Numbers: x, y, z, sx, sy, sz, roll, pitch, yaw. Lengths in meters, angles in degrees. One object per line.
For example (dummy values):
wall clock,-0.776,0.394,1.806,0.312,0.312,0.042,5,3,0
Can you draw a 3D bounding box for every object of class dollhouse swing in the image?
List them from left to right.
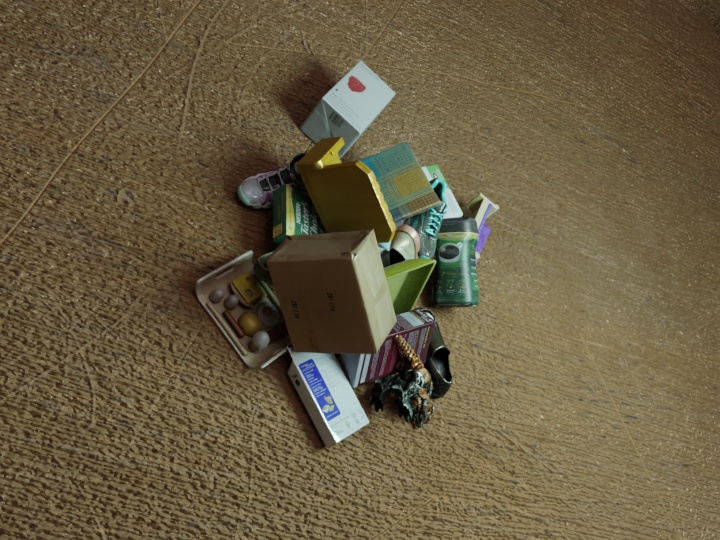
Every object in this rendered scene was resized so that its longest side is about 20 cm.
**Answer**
dollhouse swing,0.000,-0.161,1.408,0.201,0.174,0.182,65,35,-24

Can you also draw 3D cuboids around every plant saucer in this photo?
plant saucer,0.040,0.059,1.425,0.199,0.201,0.048,-18,54,-40

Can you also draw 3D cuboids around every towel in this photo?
towel,0.074,-0.190,1.554,0.145,0.022,0.201,-22,55,-4

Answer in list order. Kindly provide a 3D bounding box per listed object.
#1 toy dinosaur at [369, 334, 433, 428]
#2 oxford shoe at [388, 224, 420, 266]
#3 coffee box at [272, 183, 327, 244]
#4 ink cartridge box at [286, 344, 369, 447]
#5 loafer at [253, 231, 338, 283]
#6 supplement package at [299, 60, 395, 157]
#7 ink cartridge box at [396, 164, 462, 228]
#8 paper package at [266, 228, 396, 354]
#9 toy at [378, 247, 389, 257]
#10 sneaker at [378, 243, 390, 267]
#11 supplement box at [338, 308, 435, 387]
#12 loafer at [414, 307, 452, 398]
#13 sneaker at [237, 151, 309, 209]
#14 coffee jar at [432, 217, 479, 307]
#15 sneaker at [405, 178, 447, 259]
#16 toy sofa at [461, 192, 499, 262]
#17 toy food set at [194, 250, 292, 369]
toy dinosaur,0.091,0.226,1.403,0.135,0.102,0.201,-32,96,-39
oxford shoe,0.089,-0.004,1.509,0.070,0.201,0.074,19,52,30
coffee box,-0.097,-0.083,1.461,0.199,0.044,0.124,28,50,-42
ink cartridge box,-0.069,0.223,1.338,0.099,0.039,0.201,-19,78,-46
loafer,-0.114,-0.034,1.362,0.198,0.070,0.075,-18,46,-25
supplement package,-0.028,-0.377,1.664,0.121,0.120,0.200,41,48,-7
ink cartridge box,0.124,-0.157,1.666,0.199,0.084,0.146,-17,75,-39
paper package,-0.050,0.039,1.262,0.104,0.189,0.202,-52,133,-51
toy,0.000,0.000,1.404,0.048,0.114,0.200,62,10,11
sneaker,0.026,-0.085,1.577,0.082,0.074,0.202,7,62,-51
supplement box,0.053,0.152,1.417,0.199,0.110,0.061,-11,35,-38
loafer,0.162,0.167,1.514,0.072,0.071,0.202,0,65,-34
sneaker,-0.151,-0.199,1.462,0.199,0.140,0.078,-20,76,-41
coffee jar,0.215,-0.019,1.594,0.085,0.103,0.203,9,81,-62
sneaker,0.150,-0.119,1.548,0.077,0.091,0.202,18,59,-26
toy sofa,0.281,-0.086,1.735,0.097,0.083,0.201,37,49,-9
toy food set,-0.198,0.071,1.328,0.143,0.060,0.201,-34,87,-41
